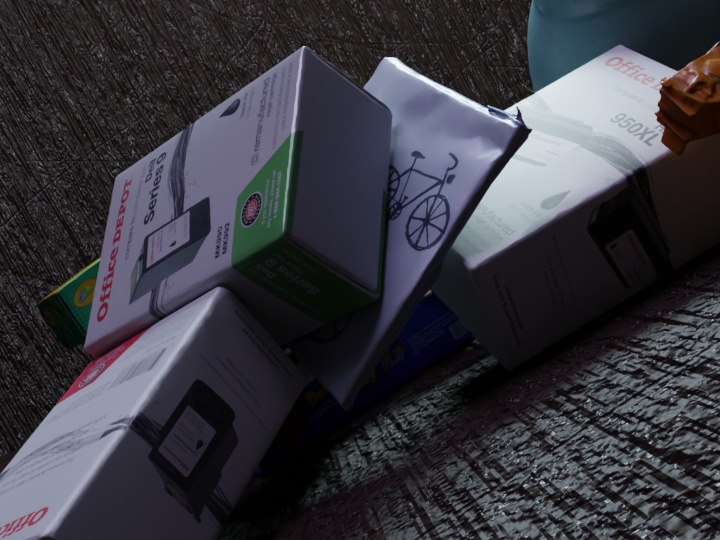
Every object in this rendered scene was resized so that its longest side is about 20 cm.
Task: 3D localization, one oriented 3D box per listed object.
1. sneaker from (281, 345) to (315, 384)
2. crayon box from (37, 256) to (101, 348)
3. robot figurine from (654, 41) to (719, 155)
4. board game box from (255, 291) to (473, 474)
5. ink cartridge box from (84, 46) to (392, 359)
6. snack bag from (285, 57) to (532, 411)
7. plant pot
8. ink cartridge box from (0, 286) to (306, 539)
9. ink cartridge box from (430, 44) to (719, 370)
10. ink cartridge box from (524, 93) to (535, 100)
[{"bbox_3d":[-0.087,0.049,0.897,0.074,0.085,0.200,-30,9,-20],"label":"sneaker"},{"bbox_3d":[-0.221,-0.006,1.285,0.199,0.059,0.119,-39,8,-23],"label":"crayon box"},{"bbox_3d":[0.273,-0.108,0.722,0.198,0.145,0.059,-28,-34,-16],"label":"robot figurine"},{"bbox_3d":[-0.023,0.084,0.978,0.199,0.045,0.134,-32,4,-23],"label":"board game box"},{"bbox_3d":[-0.080,-0.024,0.817,0.199,0.084,0.148,-27,46,37],"label":"ink cartridge box"},{"bbox_3d":[0.006,-0.035,0.809,0.201,0.021,0.188,-57,33,4],"label":"snack bag"},{"bbox_3d":[0.204,-0.191,0.954,0.199,0.135,0.202,-26,34,19],"label":"plant pot"},{"bbox_3d":[-0.137,0.120,0.718,0.144,0.084,0.201,-27,22,39],"label":"ink cartridge box"},{"bbox_3d":[0.133,-0.048,0.817,0.198,0.085,0.145,-30,33,-9],"label":"ink cartridge box"},{"bbox_3d":[0.147,-0.071,1.043,0.197,0.043,0.201,-31,33,25],"label":"ink cartridge box"}]
